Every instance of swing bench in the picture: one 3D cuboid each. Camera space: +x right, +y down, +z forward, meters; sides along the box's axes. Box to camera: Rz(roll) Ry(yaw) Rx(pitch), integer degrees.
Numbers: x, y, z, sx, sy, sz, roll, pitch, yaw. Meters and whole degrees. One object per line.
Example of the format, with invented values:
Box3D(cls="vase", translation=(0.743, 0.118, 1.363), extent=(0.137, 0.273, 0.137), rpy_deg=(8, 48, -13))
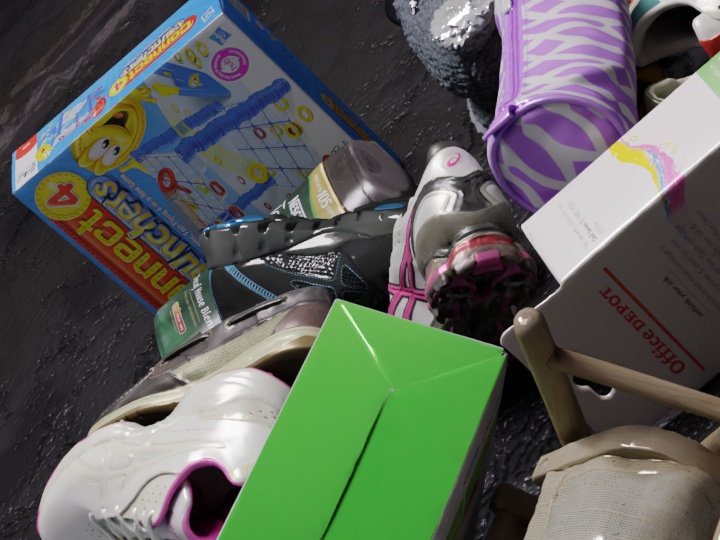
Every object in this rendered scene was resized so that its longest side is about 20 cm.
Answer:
Box3D(cls="swing bench", translation=(0.088, 0.160, 0.890), extent=(0.129, 0.200, 0.199), rpy_deg=(19, 61, 12))

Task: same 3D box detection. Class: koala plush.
Box3D(cls="koala plush", translation=(0.085, -0.200, 1.327), extent=(0.183, 0.177, 0.200), rpy_deg=(1, 62, 13))

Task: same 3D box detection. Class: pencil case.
Box3D(cls="pencil case", translation=(0.111, -0.110, 1.134), extent=(0.084, 0.085, 0.200), rpy_deg=(-42, 22, 25))

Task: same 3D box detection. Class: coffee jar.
Box3D(cls="coffee jar", translation=(-0.040, 0.006, 1.349), extent=(0.200, 0.085, 0.104), rpy_deg=(-41, 29, 9))

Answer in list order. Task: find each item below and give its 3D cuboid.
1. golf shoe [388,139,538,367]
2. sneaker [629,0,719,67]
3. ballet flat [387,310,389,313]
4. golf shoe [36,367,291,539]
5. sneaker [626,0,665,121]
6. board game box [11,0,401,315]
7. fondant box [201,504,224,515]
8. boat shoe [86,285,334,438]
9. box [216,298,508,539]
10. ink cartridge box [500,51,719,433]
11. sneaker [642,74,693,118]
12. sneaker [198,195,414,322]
Box3D(cls="golf shoe", translation=(0.052, 0.004, 1.145), extent=(0.200, 0.072, 0.092), rpy_deg=(105, 152, -61))
Box3D(cls="sneaker", translation=(0.241, -0.157, 1.174), extent=(0.199, 0.070, 0.094), rpy_deg=(-3, 51, 39))
Box3D(cls="ballet flat", translation=(-0.037, 0.082, 1.274), extent=(0.200, 0.057, 0.067), rpy_deg=(-36, 29, 19))
Box3D(cls="golf shoe", translation=(-0.120, 0.131, 1.192), extent=(0.200, 0.075, 0.092), rpy_deg=(-32, 32, 28))
Box3D(cls="sneaker", translation=(0.160, -0.125, 1.275), extent=(0.082, 0.078, 0.200), rpy_deg=(8, 50, 26))
Box3D(cls="board game box", translation=(-0.104, -0.066, 1.411), extent=(0.196, 0.200, 0.056), rpy_deg=(-39, 30, 16))
Box3D(cls="fondant box", translation=(-0.082, 0.194, 1.191), extent=(0.200, 0.058, 0.144), rpy_deg=(-31, 31, 26))
Box3D(cls="boat shoe", translation=(-0.086, 0.069, 1.248), extent=(0.201, 0.072, 0.066), rpy_deg=(-28, 38, 34))
Box3D(cls="box", translation=(-0.006, 0.151, 0.988), extent=(0.177, 0.096, 0.200), rpy_deg=(96, -165, -48))
Box3D(cls="ink cartridge box", translation=(0.167, -0.014, 1.048), extent=(0.200, 0.117, 0.067), rpy_deg=(-41, 33, 10))
Box3D(cls="sneaker", translation=(0.177, -0.067, 1.134), extent=(0.200, 0.090, 0.067), rpy_deg=(-39, 29, 16))
Box3D(cls="sneaker", translation=(0.000, 0.000, 1.255), extent=(0.200, 0.082, 0.073), rpy_deg=(-6, 7, 23))
